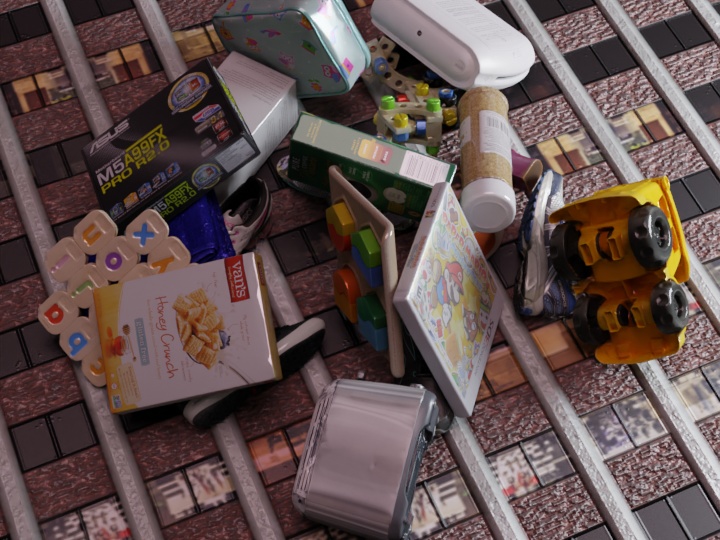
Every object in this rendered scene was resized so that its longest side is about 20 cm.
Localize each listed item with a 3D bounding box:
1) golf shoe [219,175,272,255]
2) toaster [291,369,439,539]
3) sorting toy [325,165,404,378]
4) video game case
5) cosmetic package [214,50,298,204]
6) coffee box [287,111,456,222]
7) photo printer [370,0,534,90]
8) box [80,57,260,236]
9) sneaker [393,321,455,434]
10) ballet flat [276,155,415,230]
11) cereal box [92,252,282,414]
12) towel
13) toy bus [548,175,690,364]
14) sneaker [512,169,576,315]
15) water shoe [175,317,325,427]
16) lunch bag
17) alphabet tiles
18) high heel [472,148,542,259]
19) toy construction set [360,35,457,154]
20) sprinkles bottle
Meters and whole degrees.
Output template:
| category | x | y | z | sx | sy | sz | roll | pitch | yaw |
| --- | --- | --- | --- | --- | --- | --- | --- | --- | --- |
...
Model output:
| category | x | y | z | sx | sy | sz | roll | pitch | yaw |
| --- | --- | --- | --- | --- | --- | --- | --- | --- | --- |
| golf shoe | -0.176 | -0.033 | 1.615 | 0.072 | 0.093 | 0.201 | 25 | 61 | 11 |
| toaster | 0.005 | 0.213 | 1.445 | 0.127 | 0.114 | 0.203 | 12 | 74 | 11 |
| sorting toy | 0.000 | 0.000 | 1.505 | 0.036 | 0.188 | 0.200 | -13 | 30 | -14 |
| video game case | 0.105 | 0.034 | 1.513 | 0.023 | 0.201 | 0.183 | -5 | 44 | 29 |
| cosmetic package | -0.175 | -0.175 | 1.710 | 0.107 | 0.085 | 0.201 | 27 | 61 | 17 |
| coffee box | 0.011 | -0.120 | 1.587 | 0.197 | 0.123 | 0.045 | 18 | 72 | 2 |
| photo printer | 0.132 | -0.314 | 1.784 | 0.199 | 0.070 | 0.166 | 40 | 33 | 21 |
| box | -0.231 | -0.143 | 1.591 | 0.199 | 0.044 | 0.161 | -34 | 48 | 6 |
| sneaker | 0.075 | 0.092 | 1.550 | 0.074 | 0.080 | 0.203 | -3 | 59 | -6 |
| ballet flat | -0.014 | -0.120 | 1.689 | 0.198 | 0.072 | 0.072 | 24 | 59 | 14 |
| cereal box | -0.194 | 0.071 | 1.486 | 0.197 | 0.040 | 0.146 | -14 | 80 | 11 |
| towel | -0.252 | -0.020 | 1.581 | 0.198 | 0.050 | 0.149 | -31 | 59 | 12 |
| toy bus | 0.334 | -0.012 | 1.591 | 0.134 | 0.203 | 0.191 | -12 | 12 | 37 |
| sneaker | 0.241 | -0.029 | 1.646 | 0.084 | 0.077 | 0.203 | 13 | 65 | -5 |
| water shoe | -0.132 | 0.098 | 1.542 | 0.199 | 0.072 | 0.079 | -33 | 66 | -20 |
| lunch bag | -0.090 | -0.298 | 1.726 | 0.198 | 0.161 | 0.078 | 6 | 53 | 45 |
| alphabet tiles | -0.273 | 0.033 | 1.536 | 0.195 | 0.015 | 0.201 | -41 | 91 | 12 |
| high heel | 0.144 | -0.078 | 1.685 | 0.095 | 0.068 | 0.200 | 19 | 57 | 39 |
| toy construction set | 0.057 | -0.221 | 1.734 | 0.129 | 0.093 | 0.202 | -8 | 47 | -9 |
| sprinkles bottle | 0.155 | -0.140 | 1.642 | 0.067 | 0.069 | 0.202 | 3 | 47 | 0 |
